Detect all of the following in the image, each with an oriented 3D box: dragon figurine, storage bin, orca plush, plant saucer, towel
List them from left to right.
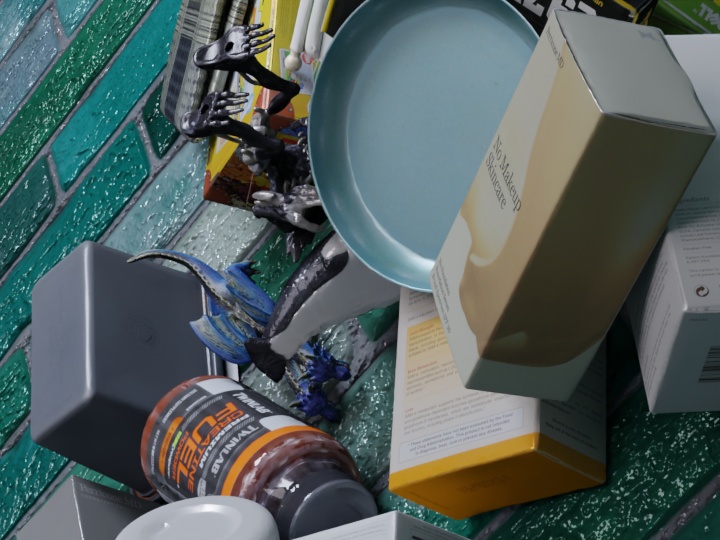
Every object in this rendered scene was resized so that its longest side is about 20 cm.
[{"bbox_3d":[-0.196,0.080,1.462,0.146,0.134,0.200,-37,43,33],"label":"storage bin"},{"bbox_3d":[-0.124,-0.213,1.515,0.193,0.035,0.200,-138,61,-73],"label":"towel"},{"bbox_3d":[-0.086,0.034,1.349,0.059,0.200,0.099,-54,-1,10],"label":"dragon figurine"},{"bbox_3d":[0.000,0.000,1.290,0.200,0.105,0.071,-48,28,3],"label":"orca plush"},{"bbox_3d":[0.052,-0.086,1.154,0.200,0.027,0.200,5,98,36],"label":"plant saucer"}]

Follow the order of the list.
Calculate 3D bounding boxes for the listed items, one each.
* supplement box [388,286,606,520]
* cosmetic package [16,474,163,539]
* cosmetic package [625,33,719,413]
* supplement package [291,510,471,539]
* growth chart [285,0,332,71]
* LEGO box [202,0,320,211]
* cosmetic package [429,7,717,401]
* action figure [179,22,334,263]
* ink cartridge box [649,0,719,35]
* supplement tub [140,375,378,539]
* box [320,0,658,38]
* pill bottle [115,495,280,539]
[{"bbox_3d":[0.091,0.048,1.170,0.126,0.073,0.200,-21,54,41],"label":"supplement box"},{"bbox_3d":[-0.185,0.262,1.364,0.090,0.107,0.200,-45,42,26],"label":"cosmetic package"},{"bbox_3d":[0.195,-0.030,1.042,0.108,0.085,0.200,94,173,-55],"label":"cosmetic package"},{"bbox_3d":[0.016,0.265,1.101,0.109,0.114,0.200,-23,52,41],"label":"supplement package"},{"bbox_3d":[0.031,-0.155,1.298,0.200,0.018,0.145,30,117,20],"label":"growth chart"},{"bbox_3d":[-0.060,-0.165,1.447,0.149,0.077,0.200,133,146,-56],"label":"LEGO box"},{"bbox_3d":[0.112,-0.034,1.012,0.105,0.071,0.200,-106,31,-48],"label":"cosmetic package"},{"bbox_3d":[-0.039,-0.080,1.265,0.102,0.200,0.119,4,66,34],"label":"action figure"},{"bbox_3d":[0.174,-0.184,1.202,0.200,0.076,0.148,-59,36,6],"label":"ink cartridge box"},{"bbox_3d":[-0.069,0.149,1.285,0.200,0.107,0.107,23,88,54],"label":"supplement tub"},{"bbox_3d":[0.080,-0.169,1.172,0.049,0.200,0.160,-42,-18,-41],"label":"box"},{"bbox_3d":[-0.092,0.257,1.187,0.111,0.111,0.200,18,123,54],"label":"pill bottle"}]
